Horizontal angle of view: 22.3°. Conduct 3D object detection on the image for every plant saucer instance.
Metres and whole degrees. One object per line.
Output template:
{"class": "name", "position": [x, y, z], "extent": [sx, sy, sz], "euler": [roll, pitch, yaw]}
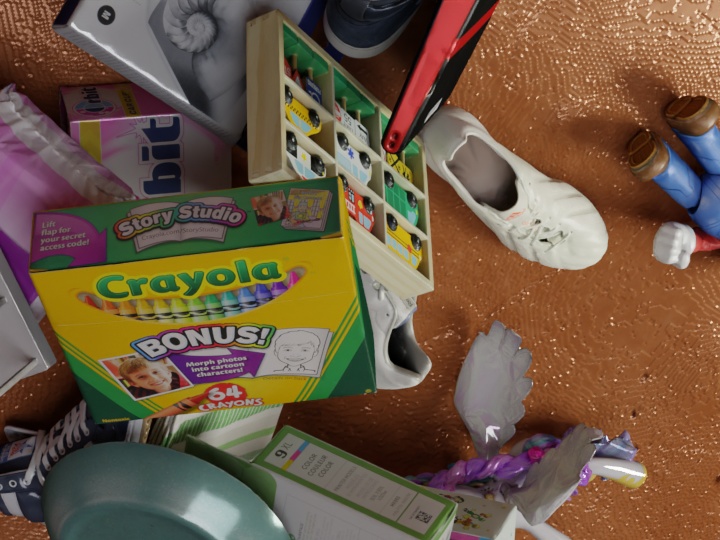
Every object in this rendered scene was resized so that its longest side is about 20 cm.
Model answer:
{"class": "plant saucer", "position": [-0.146, 0.207, 1.333], "extent": [0.199, 0.036, 0.201], "euler": [10, 133, 11]}

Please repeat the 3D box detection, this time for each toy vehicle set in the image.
{"class": "toy vehicle set", "position": [-0.012, -0.075, 1.241], "extent": [0.026, 0.125, 0.200], "euler": [-18, 149, 26]}

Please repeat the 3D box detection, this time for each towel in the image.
{"class": "towel", "position": [-0.098, 0.099, 1.375], "extent": [0.152, 0.023, 0.201], "euler": [-18, 137, -48]}

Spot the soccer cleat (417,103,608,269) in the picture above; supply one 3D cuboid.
{"class": "soccer cleat", "position": [0.119, -0.052, 1.387], "extent": [0.200, 0.078, 0.069], "euler": [36, 102, -29]}

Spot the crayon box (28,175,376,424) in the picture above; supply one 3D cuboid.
{"class": "crayon box", "position": [-0.098, 0.023, 1.195], "extent": [0.199, 0.059, 0.173], "euler": [-7, 143, 4]}

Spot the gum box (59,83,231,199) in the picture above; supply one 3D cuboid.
{"class": "gum box", "position": [-0.154, -0.033, 1.324], "extent": [0.113, 0.066, 0.201], "euler": [-6, 118, -14]}

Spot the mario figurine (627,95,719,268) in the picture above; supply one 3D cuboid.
{"class": "mario figurine", "position": [0.304, -0.042, 1.428], "extent": [0.200, 0.106, 0.123], "euler": [42, 134, -22]}

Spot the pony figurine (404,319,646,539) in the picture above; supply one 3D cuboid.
{"class": "pony figurine", "position": [0.134, 0.162, 1.477], "extent": [0.199, 0.167, 0.194], "euler": [13, 121, -38]}

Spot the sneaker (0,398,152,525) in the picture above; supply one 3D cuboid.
{"class": "sneaker", "position": [-0.216, 0.126, 1.359], "extent": [0.108, 0.070, 0.201], "euler": [17, 130, -5]}

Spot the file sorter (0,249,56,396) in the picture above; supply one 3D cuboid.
{"class": "file sorter", "position": [-0.320, 0.013, 1.174], "extent": [0.138, 0.125, 0.201], "euler": [-19, 103, 26]}

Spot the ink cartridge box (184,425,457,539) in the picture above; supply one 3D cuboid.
{"class": "ink cartridge box", "position": [-0.035, 0.186, 1.351], "extent": [0.199, 0.059, 0.104], "euler": [22, 125, 16]}

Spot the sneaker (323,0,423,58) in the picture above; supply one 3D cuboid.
{"class": "sneaker", "position": [0.044, -0.246, 1.200], "extent": [0.077, 0.146, 0.203], "euler": [28, 80, 4]}

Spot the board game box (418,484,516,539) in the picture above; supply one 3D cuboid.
{"class": "board game box", "position": [0.017, 0.242, 1.424], "extent": [0.199, 0.064, 0.148], "euler": [8, 110, 20]}

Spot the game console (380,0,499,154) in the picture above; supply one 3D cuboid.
{"class": "game console", "position": [0.070, -0.178, 1.249], "extent": [0.031, 0.200, 0.177], "euler": [29, 110, 4]}

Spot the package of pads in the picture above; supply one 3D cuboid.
{"class": "package of pads", "position": [-0.255, -0.017, 1.251], "extent": [0.120, 0.076, 0.200], "euler": [43, 119, -2]}

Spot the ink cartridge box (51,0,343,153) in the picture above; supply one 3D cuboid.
{"class": "ink cartridge box", "position": [-0.078, -0.196, 1.237], "extent": [0.199, 0.041, 0.200], "euler": [31, 81, -29]}

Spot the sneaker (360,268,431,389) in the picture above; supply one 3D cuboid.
{"class": "sneaker", "position": [0.000, 0.000, 1.329], "extent": [0.074, 0.087, 0.201], "euler": [-42, 122, -37]}
